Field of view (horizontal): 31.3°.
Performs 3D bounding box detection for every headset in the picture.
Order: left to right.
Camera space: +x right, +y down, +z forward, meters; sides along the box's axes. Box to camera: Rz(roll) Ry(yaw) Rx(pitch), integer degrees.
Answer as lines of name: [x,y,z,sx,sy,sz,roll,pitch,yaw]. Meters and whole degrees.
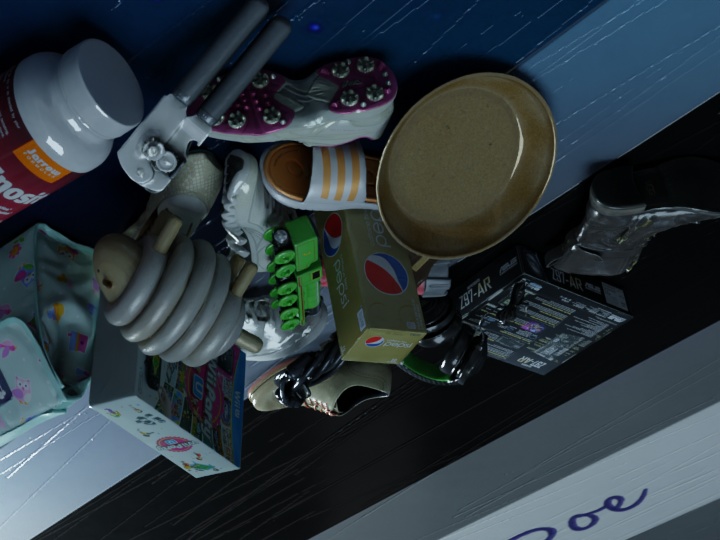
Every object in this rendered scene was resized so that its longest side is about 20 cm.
headset: [0.110,0.067,1.510,0.124,0.094,0.199,46,143,-18]

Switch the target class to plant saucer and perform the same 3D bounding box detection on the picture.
plant saucer: [0.100,-0.107,1.270,0.198,0.035,0.202,-13,125,-19]

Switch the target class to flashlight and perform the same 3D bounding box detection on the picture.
flashlight: [0.000,0.000,1.436,0.198,0.068,0.068,-2,134,-8]

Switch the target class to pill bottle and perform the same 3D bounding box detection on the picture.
pill bottle: [-0.296,-0.123,1.149,0.199,0.114,0.113,-26,143,24]

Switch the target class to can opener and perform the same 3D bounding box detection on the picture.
can opener: [-0.140,-0.155,1.135,0.053,0.067,0.200,39,100,-11]

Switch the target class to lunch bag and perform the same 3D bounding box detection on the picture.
lunch bag: [-0.359,0.079,1.359,0.170,0.202,0.122,-28,142,29]

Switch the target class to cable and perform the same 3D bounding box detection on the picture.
cable: [-0.036,0.091,1.524,0.163,0.051,0.200,-47,175,3]

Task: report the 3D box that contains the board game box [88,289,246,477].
board game box: [-0.203,0.116,1.386,0.064,0.149,0.200,-15,145,22]

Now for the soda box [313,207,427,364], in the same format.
soda box: [0.006,-0.009,1.302,0.067,0.201,0.064,6,145,-27]

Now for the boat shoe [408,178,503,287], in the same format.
boat shoe: [0.073,-0.053,1.371,0.202,0.075,0.075,-38,141,3]

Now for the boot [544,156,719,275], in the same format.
boot: [0.318,-0.051,1.442,0.198,0.070,0.175,0,151,-5]

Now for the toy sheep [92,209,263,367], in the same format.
toy sheep: [-0.176,0.026,1.269,0.199,0.139,0.138,32,133,-19]

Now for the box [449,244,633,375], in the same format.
box: [0.210,0.053,1.579,0.199,0.044,0.160,19,138,-34]

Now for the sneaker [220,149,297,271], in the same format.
sneaker: [-0.102,-0.058,1.318,0.080,0.076,0.200,3,153,1]

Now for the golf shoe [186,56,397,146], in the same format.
golf shoe: [-0.063,-0.143,1.209,0.198,0.076,0.092,-5,153,1]

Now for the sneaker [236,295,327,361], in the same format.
sneaker: [-0.145,0.053,1.480,0.198,0.074,0.116,-14,149,11]

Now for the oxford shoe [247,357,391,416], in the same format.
oxford shoe: [-0.054,0.152,1.642,0.198,0.075,0.070,-20,146,18]

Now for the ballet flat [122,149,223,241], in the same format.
ballet flat: [-0.197,-0.045,1.333,0.067,0.063,0.200,13,141,-29]

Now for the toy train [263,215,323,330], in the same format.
toy train: [-0.067,0.005,1.341,0.056,0.042,0.200,-22,156,-11]

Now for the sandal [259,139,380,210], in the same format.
sandal: [-0.003,-0.104,1.278,0.205,0.080,0.059,3,148,-32]
